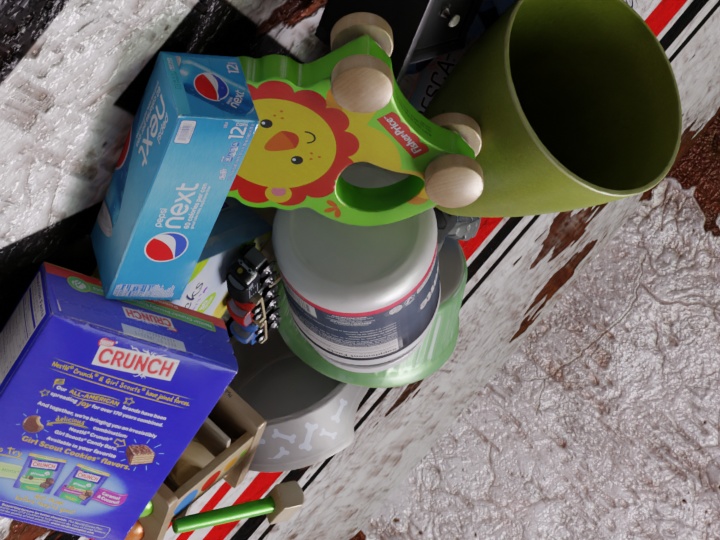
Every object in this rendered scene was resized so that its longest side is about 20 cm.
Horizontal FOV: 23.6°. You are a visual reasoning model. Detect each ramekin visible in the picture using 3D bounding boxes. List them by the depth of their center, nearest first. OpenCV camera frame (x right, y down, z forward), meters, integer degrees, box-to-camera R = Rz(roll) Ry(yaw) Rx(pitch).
[{"bbox_3d":[0.014,0.014,1.768,0.200,0.200,0.098,-37,155,-39],"label":"ramekin"}]

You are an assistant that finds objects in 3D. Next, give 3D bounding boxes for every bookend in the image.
[{"bbox_3d":[0.090,-0.256,1.363,0.198,0.092,0.200,-20,146,-43],"label":"bookend"}]

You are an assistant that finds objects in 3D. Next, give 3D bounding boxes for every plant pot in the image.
[{"bbox_3d":[0.134,-0.119,1.450,0.187,0.187,0.200,-37,-174,-39],"label":"plant pot"}]

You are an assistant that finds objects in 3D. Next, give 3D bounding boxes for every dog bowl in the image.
[{"bbox_3d":[-0.075,0.119,1.804,0.200,0.200,0.059,-42,132,-26],"label":"dog bowl"}]

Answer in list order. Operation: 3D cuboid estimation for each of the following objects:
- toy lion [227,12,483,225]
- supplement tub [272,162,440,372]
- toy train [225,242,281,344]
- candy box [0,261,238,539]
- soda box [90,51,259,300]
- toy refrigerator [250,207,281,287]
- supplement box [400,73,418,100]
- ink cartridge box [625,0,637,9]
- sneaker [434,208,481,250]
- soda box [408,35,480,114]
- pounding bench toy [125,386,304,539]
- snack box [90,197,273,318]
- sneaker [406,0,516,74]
[{"bbox_3d":[-0.030,-0.099,1.328,0.191,0.069,0.200,-25,133,26],"label":"toy lion"},{"bbox_3d":[0.000,0.000,1.519,0.140,0.140,0.200,-45,162,-14],"label":"supplement tub"},{"bbox_3d":[-0.096,0.027,1.515,0.046,0.034,0.200,-45,168,-14],"label":"toy train"},{"bbox_3d":[-0.220,0.108,1.364,0.169,0.077,0.200,21,118,-32],"label":"candy box"},{"bbox_3d":[-0.141,-0.066,1.276,0.064,0.068,0.200,2,139,-27],"label":"soda box"},{"bbox_3d":[-0.046,-0.062,1.625,0.200,0.070,0.076,-39,163,-36],"label":"toy refrigerator"},{"bbox_3d":[0.068,-0.150,1.727,0.126,0.073,0.200,-31,157,-52],"label":"supplement box"},{"bbox_3d":[0.200,-0.258,1.672,0.200,0.076,0.137,-60,145,-24],"label":"ink cartridge box"},{"bbox_3d":[0.069,-0.069,1.689,0.200,0.073,0.082,-25,136,-66],"label":"sneaker"},{"bbox_3d":[0.088,-0.160,1.585,0.068,0.063,0.200,-28,146,-54],"label":"soda box"},{"bbox_3d":[-0.173,0.206,1.686,0.156,0.200,0.124,-39,164,-36],"label":"pounding bench toy"},{"bbox_3d":[-0.181,0.038,1.478,0.200,0.068,0.169,-58,164,27],"label":"snack box"},{"bbox_3d":[0.105,-0.236,1.459,0.200,0.082,0.074,-48,168,4],"label":"sneaker"}]
